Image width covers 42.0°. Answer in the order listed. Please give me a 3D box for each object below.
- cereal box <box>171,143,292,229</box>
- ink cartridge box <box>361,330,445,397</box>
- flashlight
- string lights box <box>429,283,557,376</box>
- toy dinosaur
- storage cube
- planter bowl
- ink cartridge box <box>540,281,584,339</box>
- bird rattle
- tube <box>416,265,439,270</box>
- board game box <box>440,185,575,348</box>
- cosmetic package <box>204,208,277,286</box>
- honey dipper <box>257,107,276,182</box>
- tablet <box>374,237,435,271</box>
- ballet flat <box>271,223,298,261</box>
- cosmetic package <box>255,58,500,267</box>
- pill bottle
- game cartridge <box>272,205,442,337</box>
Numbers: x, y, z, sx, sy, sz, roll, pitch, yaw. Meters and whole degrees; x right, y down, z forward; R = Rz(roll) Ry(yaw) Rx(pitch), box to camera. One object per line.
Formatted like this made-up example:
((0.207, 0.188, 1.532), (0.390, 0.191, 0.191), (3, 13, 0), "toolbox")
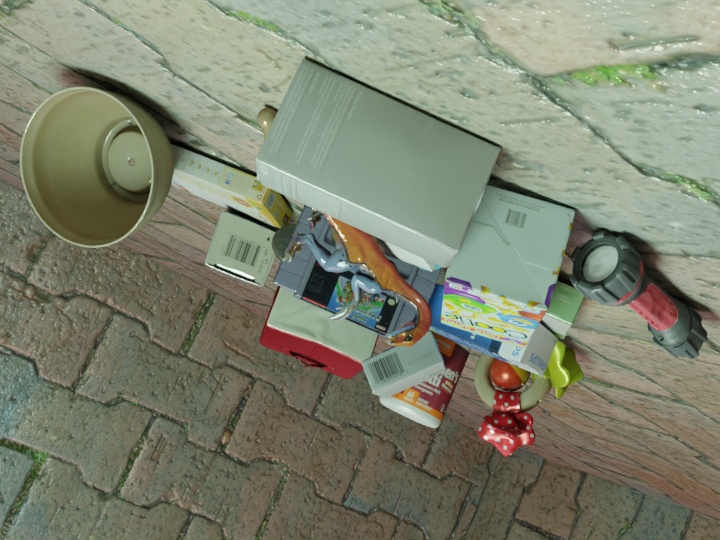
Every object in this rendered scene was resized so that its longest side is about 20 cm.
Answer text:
((-0.207, -0.126, 1.387), (0.198, 0.040, 0.144), (23, 171, 12), "cereal box")
((0.067, 0.141, 1.371), (0.200, 0.108, 0.051), (56, -169, -79), "ink cartridge box")
((0.288, 0.033, 0.947), (0.199, 0.068, 0.068), (34, 171, -37), "flashlight")
((0.154, 0.073, 1.262), (0.198, 0.060, 0.103), (21, 174, 31), "string lights box")
((0.004, 0.003, 1.056), (0.180, 0.105, 0.201), (29, 153, 16), "toy dinosaur")
((-0.049, 0.050, 1.472), (0.169, 0.203, 0.180), (22, 166, -4), "storage cube")
((-0.330, -0.142, 1.248), (0.198, 0.203, 0.135), (22, -163, 12), "planter bowl")
((0.207, 0.033, 1.199), (0.144, 0.049, 0.200), (23, 177, 12), "ink cartridge box")
((0.250, 0.181, 1.477), (0.112, 0.200, 0.163), (36, -172, -48), "bird rattle")
((0.053, -0.076, 0.998), (0.076, 0.051, 0.201), (13, 152, 29), "tube")
((0.146, 0.001, 0.973), (0.103, 0.104, 0.200), (16, 167, 8), "board game box")
((-0.182, -0.041, 1.494), (0.102, 0.088, 0.200), (21, -175, -5), "cosmetic package")
((-0.103, -0.142, 1.087), (0.038, 0.038, 0.200), (24, 167, 0), "honey dipper")
((0.012, -0.062, 1.061), (0.131, 0.014, 0.200), (55, 169, -17), "tablet")
((-0.022, -0.017, 1.238), (0.197, 0.069, 0.046), (9, 170, -11), "ballet flat")
((0.014, -0.094, 0.846), (0.198, 0.108, 0.090), (27, 170, -1), "cosmetic package")
((0.116, 0.144, 1.527), (0.108, 0.202, 0.110), (23, 170, 4), "pill bottle")
((0.000, 0.000, 1.200), (0.198, 0.131, 0.038), (24, 172, -10), "game cartridge")
